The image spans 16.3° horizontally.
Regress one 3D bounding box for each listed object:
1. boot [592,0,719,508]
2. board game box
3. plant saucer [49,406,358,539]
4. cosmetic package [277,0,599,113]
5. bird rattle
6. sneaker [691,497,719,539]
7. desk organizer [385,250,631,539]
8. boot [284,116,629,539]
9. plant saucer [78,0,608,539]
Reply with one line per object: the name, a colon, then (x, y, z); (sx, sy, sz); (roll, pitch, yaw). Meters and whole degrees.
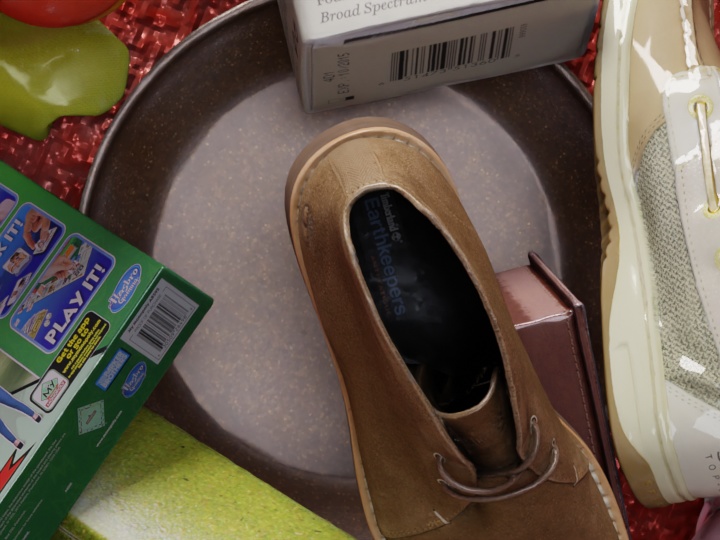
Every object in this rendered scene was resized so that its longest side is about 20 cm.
boot: (0.155, -0.028, 0.803); (0.154, 0.072, 0.201); (-7, 68, 19)
board game box: (-0.149, 0.063, 0.826); (0.200, 0.134, 0.029); (-56, 134, -5)
plant saucer: (-0.068, 0.163, 0.788); (0.199, 0.048, 0.201); (27, 98, 38)
cosmetic package: (0.008, -0.164, 0.849); (0.105, 0.071, 0.201); (-13, 75, -5)
bird rattle: (-0.122, -0.112, 0.796); (0.163, 0.200, 0.113); (-9, 83, 20)
sneaker: (0.152, 0.034, 0.866); (0.200, 0.075, 0.105); (-44, 92, -17)
desk organizer: (0.049, 0.105, 0.831); (0.077, 0.072, 0.201); (-14, 105, -5)
boot: (0.033, 0.055, 0.743); (0.073, 0.075, 0.200); (-25, 106, -1)
plant saucer: (0.000, 0.000, 0.881); (0.200, 0.037, 0.201); (0, 87, -4)
